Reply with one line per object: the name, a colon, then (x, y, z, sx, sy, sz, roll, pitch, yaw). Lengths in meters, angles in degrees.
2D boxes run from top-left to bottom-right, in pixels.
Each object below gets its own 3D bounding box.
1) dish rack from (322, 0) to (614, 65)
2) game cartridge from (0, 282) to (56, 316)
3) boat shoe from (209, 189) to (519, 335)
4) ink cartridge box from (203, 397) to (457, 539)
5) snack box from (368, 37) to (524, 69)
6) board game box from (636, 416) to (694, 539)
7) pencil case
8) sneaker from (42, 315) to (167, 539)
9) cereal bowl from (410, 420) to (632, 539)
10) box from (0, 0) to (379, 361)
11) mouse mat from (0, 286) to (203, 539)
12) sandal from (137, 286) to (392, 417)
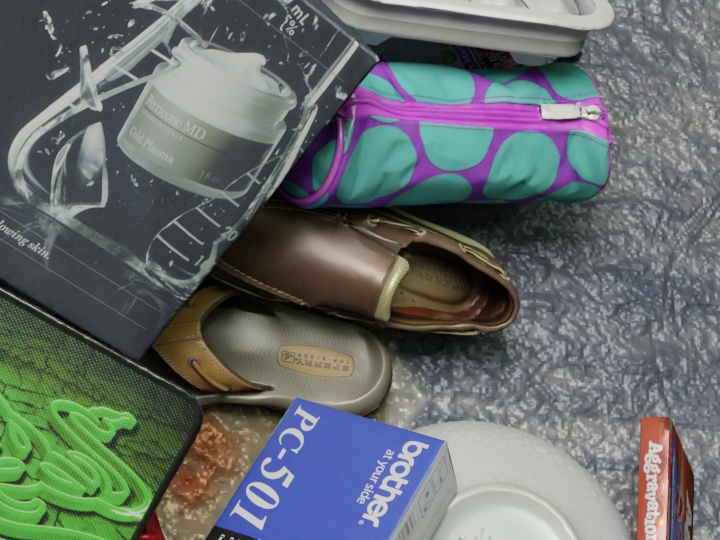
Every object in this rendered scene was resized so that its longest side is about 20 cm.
dish rack: (0.036, -0.176, 1.072, 0.171, 0.044, 0.200, 4, 35, -20)
game cartridge: (-0.228, -0.056, 1.075, 0.200, 0.038, 0.130, 42, 61, 4)
boat shoe: (0.002, -0.006, 1.056, 0.201, 0.075, 0.075, 9, 105, -28)
ink cartridge box: (-0.036, 0.160, 0.958, 0.094, 0.044, 0.200, 13, 51, 26)
snack box: (-0.018, -0.152, 1.148, 0.168, 0.068, 0.201, -22, 75, -24)
board game box: (0.165, 0.192, 1.044, 0.019, 0.103, 0.201, -1, 66, 16)
pencil case: (0.044, -0.077, 1.047, 0.199, 0.092, 0.086, -3, 76, -33)
sneaker: (-0.136, 0.119, 0.968, 0.078, 0.116, 0.201, -20, 88, -13)
cereal bowl: (0.067, 0.173, 1.034, 0.199, 0.083, 0.201, 5, 69, -13)
box: (-0.136, -0.099, 0.924, 0.200, 0.124, 0.197, 34, 98, -34)
mouse mat: (-0.195, 0.084, 0.914, 0.199, 0.008, 0.161, 29, 99, -6)
sandal: (-0.075, 0.045, 1.062, 0.199, 0.055, 0.082, 9, 67, -10)
